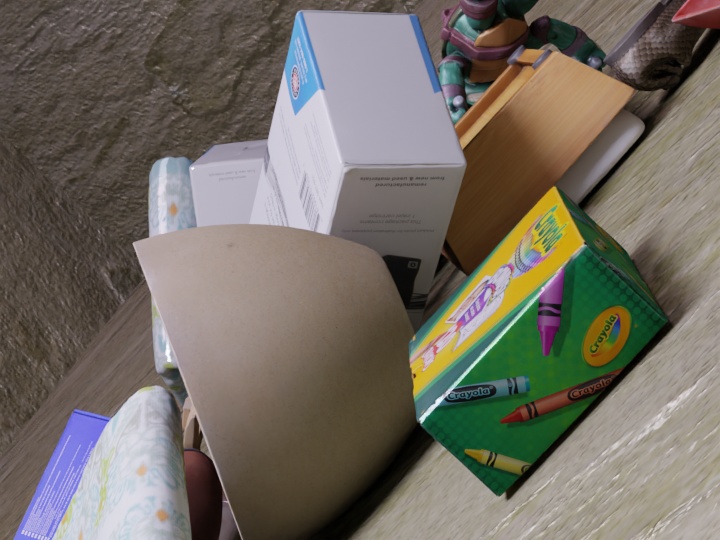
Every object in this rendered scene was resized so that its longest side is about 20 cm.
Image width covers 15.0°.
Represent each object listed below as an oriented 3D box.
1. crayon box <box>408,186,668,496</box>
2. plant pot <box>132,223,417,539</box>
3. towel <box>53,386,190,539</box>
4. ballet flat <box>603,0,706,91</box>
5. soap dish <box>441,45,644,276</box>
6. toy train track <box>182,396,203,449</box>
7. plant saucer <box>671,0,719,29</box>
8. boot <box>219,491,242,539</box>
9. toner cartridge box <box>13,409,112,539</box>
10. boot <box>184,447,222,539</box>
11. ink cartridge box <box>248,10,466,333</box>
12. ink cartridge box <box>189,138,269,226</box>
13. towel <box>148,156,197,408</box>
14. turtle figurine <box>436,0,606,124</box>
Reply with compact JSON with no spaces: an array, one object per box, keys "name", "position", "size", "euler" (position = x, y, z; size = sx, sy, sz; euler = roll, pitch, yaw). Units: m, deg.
[{"name":"crayon box","position":[0.086,0.031,1.388],"size":[0.119,0.058,0.200],"euler":[-47,7,7]},{"name":"plant pot","position":[-0.036,0.055,1.594],"size":[0.134,0.201,0.200],"euler":[-21,5,-5]},{"name":"towel","position":[-0.146,0.188,1.515],"size":[0.172,0.048,0.201],"euler":[-104,36,-56]},{"name":"ballet flat","position":[0.229,-0.180,1.796],"size":[0.200,0.046,0.067],"euler":[-46,0,-35]},{"name":"soap dish","position":[0.101,-0.074,1.800],"size":[0.157,0.081,0.200],"euler":[-47,6,1]},{"name":"toy train track","position":[-0.141,0.162,1.938],"size":[0.201,0.032,0.115],"euler":[-78,-4,-45]},{"name":"plant saucer","position":[0.287,-0.219,1.651],"size":[0.200,0.037,0.200],"euler":[-49,7,-5]},{"name":"boot","position":[-0.090,0.142,1.888],"size":[0.186,0.064,0.200],"euler":[-43,12,48]},{"name":"toner cartridge box","position":[-0.195,0.199,1.865],"size":[0.095,0.043,0.201],"euler":[10,70,45]},{"name":"boot","position":[-0.112,0.186,1.605],"size":[0.189,0.068,0.200],"euler":[-61,10,-16]},{"name":"ink cartridge box","position":[-0.007,-0.040,1.720],"size":[0.146,0.083,0.201],"euler":[-107,23,-43]},{"name":"ink cartridge box","position":[-0.077,0.008,2.080],"size":[0.067,0.201,0.115],"euler":[-5,10,8]},{"name":"towel","position":[-0.124,0.025,2.134],"size":[0.048,0.172,0.200],"euler":[-8,-22,7]},{"name":"turtle figurine","position":[0.100,-0.157,1.937],"size":[0.149,0.101,0.201],"euler":[-36,-26,-29]}]
